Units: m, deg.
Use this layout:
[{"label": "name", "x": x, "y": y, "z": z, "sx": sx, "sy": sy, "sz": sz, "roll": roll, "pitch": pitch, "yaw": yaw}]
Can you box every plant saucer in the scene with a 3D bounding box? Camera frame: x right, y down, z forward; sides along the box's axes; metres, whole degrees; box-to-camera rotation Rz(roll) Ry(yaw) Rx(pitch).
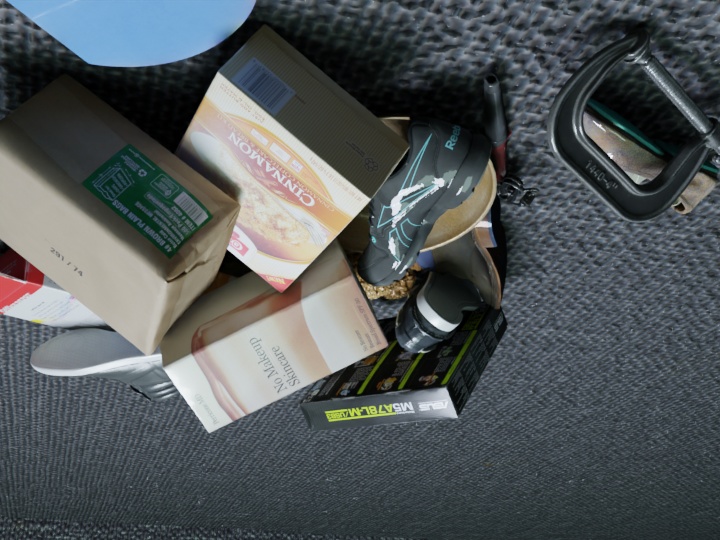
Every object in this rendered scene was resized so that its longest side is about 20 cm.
[{"label": "plant saucer", "x": 0.029, "y": -0.087, "z": 0.908, "sx": 0.200, "sy": 0.035, "sz": 0.200, "roll": 0, "pitch": 144, "yaw": 0}]

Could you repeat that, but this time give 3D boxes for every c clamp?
[{"label": "c clamp", "x": 0.248, "y": -0.129, "z": 0.791, "sx": 0.200, "sy": 0.027, "sz": 0.171, "roll": 27, "pitch": 103, "yaw": -33}]

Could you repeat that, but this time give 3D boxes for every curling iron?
[{"label": "curling iron", "x": 0.135, "y": -0.119, "z": 0.875, "sx": 0.050, "sy": 0.026, "sz": 0.200, "roll": 30, "pitch": 164, "yaw": 28}]

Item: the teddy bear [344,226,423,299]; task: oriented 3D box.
[{"label": "teddy bear", "x": 0.000, "y": 0.000, "z": 1.039, "sx": 0.145, "sy": 0.067, "sz": 0.200, "roll": -37, "pitch": 149, "yaw": 24}]

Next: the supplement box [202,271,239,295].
[{"label": "supplement box", "x": -0.127, "y": 0.052, "z": 1.082, "sx": 0.200, "sy": 0.074, "sz": 0.126, "roll": 23, "pitch": 174, "yaw": -43}]

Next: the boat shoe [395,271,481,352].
[{"label": "boat shoe", "x": 0.085, "y": 0.040, "z": 1.075, "sx": 0.060, "sy": 0.076, "sz": 0.200, "roll": -45, "pitch": 172, "yaw": 20}]

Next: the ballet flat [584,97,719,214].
[{"label": "ballet flat", "x": 0.254, "y": -0.095, "z": 0.868, "sx": 0.200, "sy": 0.068, "sz": 0.067, "roll": 18, "pitch": 116, "yaw": -33}]

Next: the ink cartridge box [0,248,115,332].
[{"label": "ink cartridge box", "x": -0.361, "y": 0.016, "z": 1.123, "sx": 0.200, "sy": 0.067, "sz": 0.116, "roll": 20, "pitch": 149, "yaw": -37}]

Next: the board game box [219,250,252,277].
[{"label": "board game box", "x": -0.115, "y": -0.019, "z": 1.095, "sx": 0.200, "sy": 0.032, "sz": 0.120, "roll": -6, "pitch": 151, "yaw": 13}]

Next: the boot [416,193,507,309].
[{"label": "boot", "x": 0.109, "y": -0.024, "z": 1.045, "sx": 0.097, "sy": 0.075, "sz": 0.200, "roll": 2, "pitch": 146, "yaw": 15}]

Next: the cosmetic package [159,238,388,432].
[{"label": "cosmetic package", "x": -0.087, "y": 0.061, "z": 0.934, "sx": 0.200, "sy": 0.087, "sz": 0.103, "roll": -27, "pitch": 125, "yaw": 2}]

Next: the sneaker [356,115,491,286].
[{"label": "sneaker", "x": 0.039, "y": -0.064, "z": 0.864, "sx": 0.079, "sy": 0.075, "sz": 0.200, "roll": 26, "pitch": 131, "yaw": -12}]

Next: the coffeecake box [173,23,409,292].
[{"label": "coffeecake box", "x": -0.075, "y": -0.087, "z": 0.818, "sx": 0.153, "sy": 0.073, "sz": 0.200, "roll": 39, "pitch": 146, "yaw": -5}]

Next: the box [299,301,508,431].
[{"label": "box", "x": 0.054, "y": 0.109, "z": 1.104, "sx": 0.193, "sy": 0.200, "sz": 0.048, "roll": -9, "pitch": 112, "yaw": 29}]

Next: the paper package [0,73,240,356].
[{"label": "paper package", "x": -0.227, "y": -0.045, "z": 0.848, "sx": 0.200, "sy": 0.103, "sz": 0.191, "roll": 38, "pitch": 151, "yaw": 3}]

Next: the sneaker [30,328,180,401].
[{"label": "sneaker", "x": -0.298, "y": 0.123, "z": 1.165, "sx": 0.200, "sy": 0.071, "sz": 0.099, "roll": -6, "pitch": 135, "yaw": 3}]

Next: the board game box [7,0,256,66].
[{"label": "board game box", "x": -0.169, "y": -0.218, "z": 0.661, "sx": 0.158, "sy": 0.039, "sz": 0.200, "roll": -16, "pitch": 156, "yaw": 20}]
